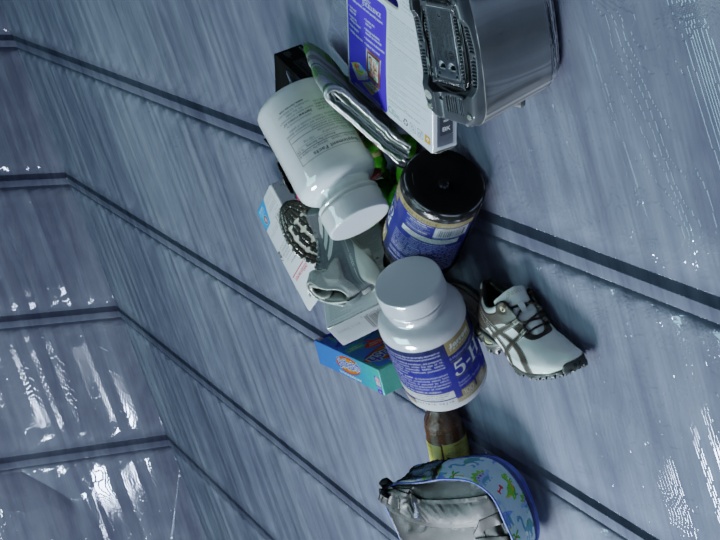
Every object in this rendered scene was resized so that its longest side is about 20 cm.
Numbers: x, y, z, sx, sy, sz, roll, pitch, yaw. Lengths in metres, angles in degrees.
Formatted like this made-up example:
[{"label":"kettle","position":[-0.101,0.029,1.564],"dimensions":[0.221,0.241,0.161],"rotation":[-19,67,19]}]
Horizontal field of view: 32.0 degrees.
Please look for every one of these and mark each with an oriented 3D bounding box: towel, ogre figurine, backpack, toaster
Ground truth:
[{"label":"towel","position":[-0.006,-0.228,1.655],"dimensions":[0.149,0.031,0.200],"rotation":[40,-166,-27]},{"label":"ogre figurine","position":[0.007,-0.129,1.773],"dimensions":[0.098,0.199,0.120],"rotation":[-72,-37,-59]},{"label":"backpack","position":[0.160,0.353,1.819],"dimensions":[0.200,0.147,0.184],"rotation":[-16,99,42]},{"label":"toaster","position":[0.135,-0.264,1.364],"dimensions":[0.114,0.129,0.201],"rotation":[26,134,55]}]

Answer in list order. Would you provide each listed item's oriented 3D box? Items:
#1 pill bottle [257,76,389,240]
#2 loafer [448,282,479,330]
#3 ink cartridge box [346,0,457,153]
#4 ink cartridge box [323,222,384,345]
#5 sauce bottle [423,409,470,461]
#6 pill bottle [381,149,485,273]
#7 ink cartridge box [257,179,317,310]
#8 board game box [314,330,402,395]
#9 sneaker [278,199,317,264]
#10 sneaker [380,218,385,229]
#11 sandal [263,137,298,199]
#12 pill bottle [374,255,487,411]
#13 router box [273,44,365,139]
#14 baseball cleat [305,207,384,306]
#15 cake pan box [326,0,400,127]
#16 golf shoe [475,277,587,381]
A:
[{"label":"pill bottle","position":[-0.046,-0.147,1.677],"dimensions":[0.200,0.114,0.114],"rotation":[61,156,16]},{"label":"loafer","position":[0.104,0.046,1.775],"dimensions":[0.200,0.063,0.072],"rotation":[34,139,44]},{"label":"ink cartridge box","position":[0.047,-0.273,1.521],"dimensions":[0.198,0.043,0.201],"rotation":[47,152,40]},{"label":"ink cartridge box","position":[0.000,0.000,1.804],"dimensions":[0.050,0.109,0.200],"rotation":[48,-156,-41]},{"label":"sauce bottle","position":[0.132,0.254,1.914],"dimensions":[0.066,0.066,0.201],"rotation":[30,136,53]},{"label":"pill bottle","position":[0.089,-0.060,1.662],"dimensions":[0.112,0.112,0.200],"rotation":[56,153,22]},{"label":"ink cartridge box","position":[-0.091,-0.047,2.103],"dimensions":[0.201,0.067,0.116],"rotation":[62,155,12]},{"label":"board game box","position":[0.044,0.113,1.862],"dimensions":[0.200,0.152,0.045],"rotation":[18,127,59]},{"label":"sneaker","position":[-0.059,-0.044,1.963],"dimensions":[0.200,0.077,0.089],"rotation":[43,-175,-28]},{"label":"sneaker","position":[0.007,-0.008,1.881],"dimensions":[0.200,0.114,0.076],"rotation":[65,154,9]},{"label":"sandal","position":[-0.100,-0.141,1.885],"dimensions":[0.075,0.045,0.200],"rotation":[49,-176,32]},{"label":"pill bottle","position":[0.089,0.082,1.658],"dimensions":[0.120,0.120,0.200],"rotation":[40,161,45]},{"label":"router box","position":[-0.058,-0.222,1.895],"dimensions":[0.200,0.052,0.158],"rotation":[48,150,36]},{"label":"baseball cleat","position":[-0.047,-0.021,1.757],"dimensions":[0.200,0.106,0.070],"rotation":[43,165,50]},{"label":"cake pan box","position":[0.028,-0.318,1.636],"dimensions":[0.200,0.052,0.185],"rotation":[52,150,29]},{"label":"golf shoe","position":[0.206,0.072,1.582],"dimensions":[0.200,0.078,0.095],"rotation":[27,135,54]}]
